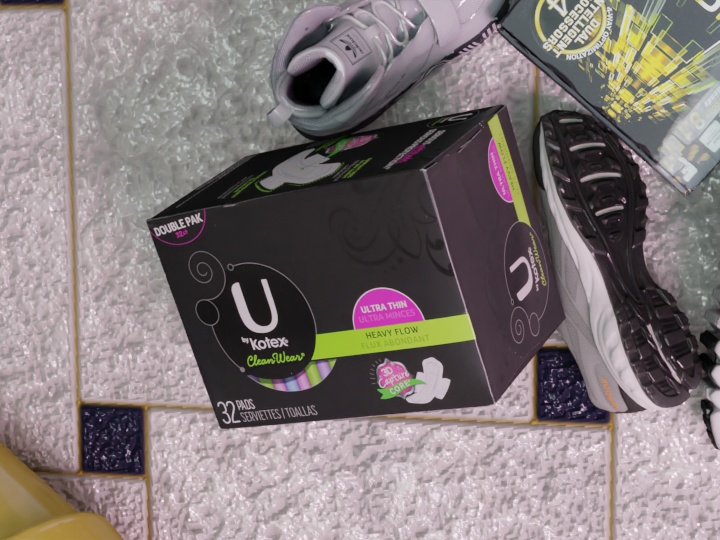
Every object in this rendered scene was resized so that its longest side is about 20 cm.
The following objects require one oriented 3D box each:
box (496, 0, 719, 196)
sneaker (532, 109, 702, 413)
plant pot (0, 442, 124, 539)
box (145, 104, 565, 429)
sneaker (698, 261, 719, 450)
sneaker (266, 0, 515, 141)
[{"bbox_3d":[0.207,-0.172,0.974,0.161,0.049,0.200,42,101,5],"label":"box"},{"bbox_3d":[0.143,-0.004,1.001,0.079,0.074,0.201,-28,74,55],"label":"sneaker"},{"bbox_3d":[-0.270,0.204,1.076,0.201,0.201,0.189,-46,71,15],"label":"plant pot"},{"bbox_3d":[0.000,0.000,0.972,0.199,0.124,0.149,-9,108,32],"label":"box"},{"bbox_3d":[0.256,0.018,0.979,0.080,0.075,0.201,10,100,3],"label":"sneaker"},{"bbox_3d":[0.022,-0.151,0.990,0.200,0.115,0.075,-40,87,15],"label":"sneaker"}]
